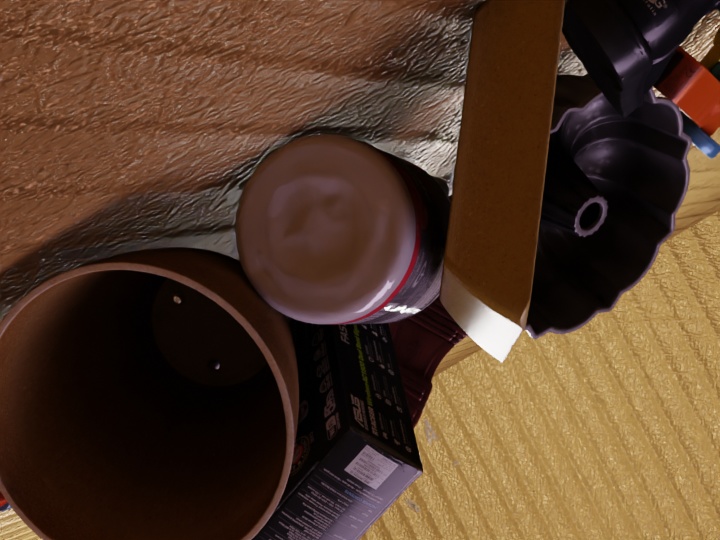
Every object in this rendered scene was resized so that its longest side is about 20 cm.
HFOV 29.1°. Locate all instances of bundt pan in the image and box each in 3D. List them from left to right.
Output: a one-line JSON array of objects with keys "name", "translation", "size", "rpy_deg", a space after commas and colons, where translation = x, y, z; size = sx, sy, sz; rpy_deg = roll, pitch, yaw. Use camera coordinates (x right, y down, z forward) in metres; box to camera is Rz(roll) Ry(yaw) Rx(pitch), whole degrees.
[{"name": "bundt pan", "translation": [0.146, -0.056, 1.022], "size": [0.200, 0.076, 0.204], "rpy_deg": [-21, 129, -28]}]

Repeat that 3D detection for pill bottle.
[{"name": "pill bottle", "translation": [0.003, -0.022, 0.892], "size": [0.110, 0.112, 0.200], "rpy_deg": [-30, 171, 13]}]

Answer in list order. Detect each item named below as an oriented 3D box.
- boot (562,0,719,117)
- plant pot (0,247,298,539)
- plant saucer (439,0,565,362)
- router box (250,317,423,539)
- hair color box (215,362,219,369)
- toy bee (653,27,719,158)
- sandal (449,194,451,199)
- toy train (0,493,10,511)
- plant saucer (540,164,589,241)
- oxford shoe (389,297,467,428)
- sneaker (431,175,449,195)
[{"name": "boot", "translation": [0.196, -0.166, 0.777], "size": [0.167, 0.077, 0.200], "rpy_deg": [-34, 178, 7]}, {"name": "plant pot", "translation": [-0.115, 0.062, 0.869], "size": [0.185, 0.188, 0.200], "rpy_deg": [-30, -171, 14]}, {"name": "plant saucer", "translation": [0.078, -0.058, 0.804], "size": [0.048, 0.203, 0.200], "rpy_deg": [7, 171, 4]}, {"name": "router box", "translation": [-0.039, 0.112, 0.935], "size": [0.150, 0.062, 0.201], "rpy_deg": [-50, -157, 19]}, {"name": "hair color box", "translation": [-0.121, 0.067, 1.175], "size": [0.099, 0.061, 0.200], "rpy_deg": [-23, 169, -30]}, {"name": "toy bee", "translation": [0.265, -0.137, 1.123], "size": [0.130, 0.109, 0.200], "rpy_deg": [-38, 141, -4]}, {"name": "sandal", "translation": [0.093, -0.040, 1.239], "size": [0.198, 0.054, 0.080], "rpy_deg": [-29, 172, 1]}, {"name": "toy train", "translation": [-0.405, 0.228, 1.247], "size": [0.149, 0.056, 0.200], "rpy_deg": [-33, 173, 18]}, {"name": "plant saucer", "translation": [0.178, -0.059, 1.167], "size": [0.200, 0.035, 0.201], "rpy_deg": [-48, 160, -23]}, {"name": "oxford shoe", "translation": [0.046, 0.042, 1.090], "size": [0.201, 0.070, 0.075], "rpy_deg": [-56, -172, -7]}, {"name": "sneaker", "translation": [0.000, 0.000, 1.074], "size": [0.200, 0.075, 0.115], "rpy_deg": [-43, 172, 19]}]
